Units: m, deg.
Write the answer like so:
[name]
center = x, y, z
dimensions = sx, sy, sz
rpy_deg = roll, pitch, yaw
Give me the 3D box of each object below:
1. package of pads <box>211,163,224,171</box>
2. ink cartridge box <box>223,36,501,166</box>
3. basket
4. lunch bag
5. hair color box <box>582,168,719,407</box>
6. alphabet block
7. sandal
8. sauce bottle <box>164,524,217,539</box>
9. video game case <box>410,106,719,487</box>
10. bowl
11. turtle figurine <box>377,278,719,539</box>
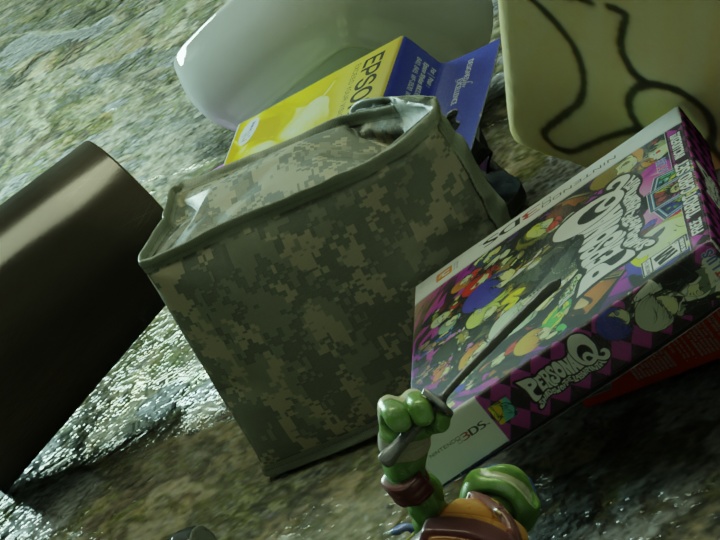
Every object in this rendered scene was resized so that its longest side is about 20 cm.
[package of pads]
center = -0.046, -0.040, 1.713
dimensions = 0.154, 0.068, 0.200
rpy_deg = -23, 21, 18
[ink cartridge box]
center = -0.014, -0.070, 1.566
dimensions = 0.200, 0.047, 0.198
rpy_deg = -29, 24, 29
[basket]
center = -0.212, 0.023, 1.592
dimensions = 0.200, 0.180, 0.136
rpy_deg = -43, 56, -9
[lunch bag]
center = 0.000, 0.000, 1.409
dimensions = 0.200, 0.164, 0.118
rpy_deg = -22, 23, 20
[hair color box]
center = 0.193, -0.007, 1.270
dimensions = 0.200, 0.061, 0.102
rpy_deg = -24, 21, 40
[alphabet block]
center = 0.197, -0.173, 1.350
dimensions = 0.195, 0.200, 0.197
rpy_deg = 22, 59, 21
[sandal]
center = 0.060, -0.067, 1.662
dimensions = 0.075, 0.048, 0.200
rpy_deg = -30, 21, 2
[sauce bottle]
center = -0.167, 0.187, 1.330
dimensions = 0.200, 0.066, 0.066
rpy_deg = -23, 21, 23
[video game case]
center = 0.106, 0.009, 1.242
dimensions = 0.181, 0.036, 0.200
rpy_deg = -35, 17, 16
[bowl]
center = -0.014, -0.151, 1.793
dimensions = 0.200, 0.200, 0.075
rpy_deg = -35, 58, 36
[turtle figurine]
center = 0.062, 0.118, 1.070
dimensions = 0.200, 0.144, 0.194
rpy_deg = -21, 22, 33
